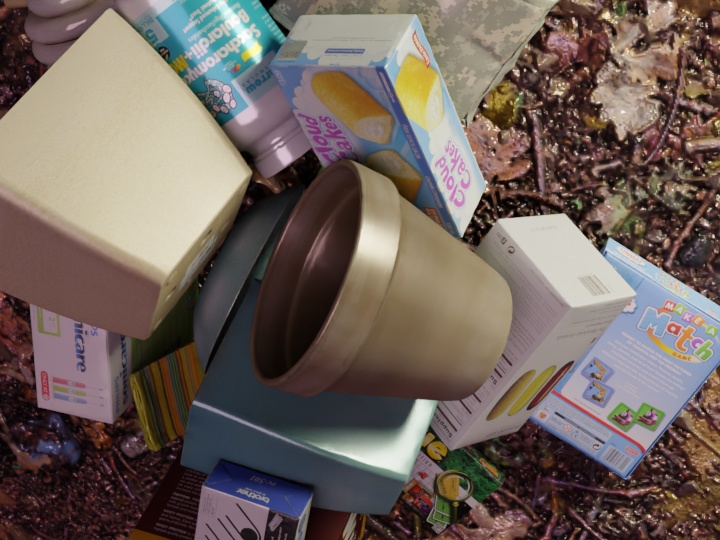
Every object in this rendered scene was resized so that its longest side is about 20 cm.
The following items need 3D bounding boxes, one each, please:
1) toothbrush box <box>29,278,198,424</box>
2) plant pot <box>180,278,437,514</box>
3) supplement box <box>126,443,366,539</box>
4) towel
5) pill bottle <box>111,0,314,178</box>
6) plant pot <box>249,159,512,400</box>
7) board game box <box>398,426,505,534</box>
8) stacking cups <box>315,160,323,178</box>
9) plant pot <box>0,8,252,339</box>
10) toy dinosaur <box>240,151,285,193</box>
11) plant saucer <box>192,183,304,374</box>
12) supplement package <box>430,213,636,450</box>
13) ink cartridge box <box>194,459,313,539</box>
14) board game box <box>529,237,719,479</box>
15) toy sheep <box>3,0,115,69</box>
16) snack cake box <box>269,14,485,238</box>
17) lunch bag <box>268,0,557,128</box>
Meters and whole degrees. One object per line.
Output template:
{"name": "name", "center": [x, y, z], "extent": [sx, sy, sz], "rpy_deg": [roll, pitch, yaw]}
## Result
{"name": "toothbrush box", "center": [-0.238, 0.035, 1.301], "extent": [0.086, 0.200, 0.146], "rpy_deg": [10, 118, 14]}
{"name": "plant pot", "center": [-0.041, 0.133, 1.207], "extent": [0.200, 0.142, 0.141], "rpy_deg": [23, 147, 1]}
{"name": "supplement box", "center": [-0.112, 0.281, 1.368], "extent": [0.197, 0.200, 0.133], "rpy_deg": [14, 129, 10]}
{"name": "towel", "center": [-0.139, 0.100, 1.316], "extent": [0.018, 0.200, 0.086], "rpy_deg": [16, 125, 46]}
{"name": "pill bottle", "center": [-0.116, -0.180, 1.142], "extent": [0.111, 0.111, 0.200], "rpy_deg": [-32, 102, 27]}
{"name": "plant pot", "center": [0.025, 0.030, 1.110], "extent": [0.173, 0.200, 0.200], "rpy_deg": [22, 122, -22]}
{"name": "board game box", "center": [0.046, 0.184, 1.389], "extent": [0.200, 0.023, 0.105], "rpy_deg": [42, 117, -5]}
{"name": "stacking cups", "center": [-0.039, -0.040, 1.255], "extent": [0.060, 0.061, 0.200], "rpy_deg": [28, 102, 3]}
{"name": "plant pot", "center": [-0.208, -0.060, 1.121], "extent": [0.177, 0.200, 0.200], "rpy_deg": [34, 151, 2]}
{"name": "toy dinosaur", "center": [-0.135, -0.118, 1.255], "extent": [0.200, 0.101, 0.058], "rpy_deg": [14, 110, 36]}
{"name": "plant saucer", "center": [-0.114, 0.000, 1.231], "extent": [0.039, 0.201, 0.201], "rpy_deg": [28, 119, 1]}
{"name": "supplement package", "center": [0.138, 0.057, 1.226], "extent": [0.110, 0.114, 0.200], "rpy_deg": [52, 126, 25]}
{"name": "ink cartridge box", "center": [-0.107, 0.277, 1.210], "extent": [0.094, 0.044, 0.200], "rpy_deg": [17, 121, 10]}
{"name": "board game box", "center": [0.250, 0.089, 1.273], "extent": [0.151, 0.037, 0.200], "rpy_deg": [32, 120, 2]}
{"name": "toy sheep", "center": [-0.253, -0.235, 1.222], "extent": [0.138, 0.138, 0.200], "rpy_deg": [-12, 128, 21]}
{"name": "snack cake box", "center": [0.019, -0.121, 1.114], "extent": [0.115, 0.067, 0.200], "rpy_deg": [5, 143, 32]}
{"name": "lunch bag", "center": [0.054, -0.233, 1.135], "extent": [0.200, 0.118, 0.164], "rpy_deg": [40, 121, 1]}
